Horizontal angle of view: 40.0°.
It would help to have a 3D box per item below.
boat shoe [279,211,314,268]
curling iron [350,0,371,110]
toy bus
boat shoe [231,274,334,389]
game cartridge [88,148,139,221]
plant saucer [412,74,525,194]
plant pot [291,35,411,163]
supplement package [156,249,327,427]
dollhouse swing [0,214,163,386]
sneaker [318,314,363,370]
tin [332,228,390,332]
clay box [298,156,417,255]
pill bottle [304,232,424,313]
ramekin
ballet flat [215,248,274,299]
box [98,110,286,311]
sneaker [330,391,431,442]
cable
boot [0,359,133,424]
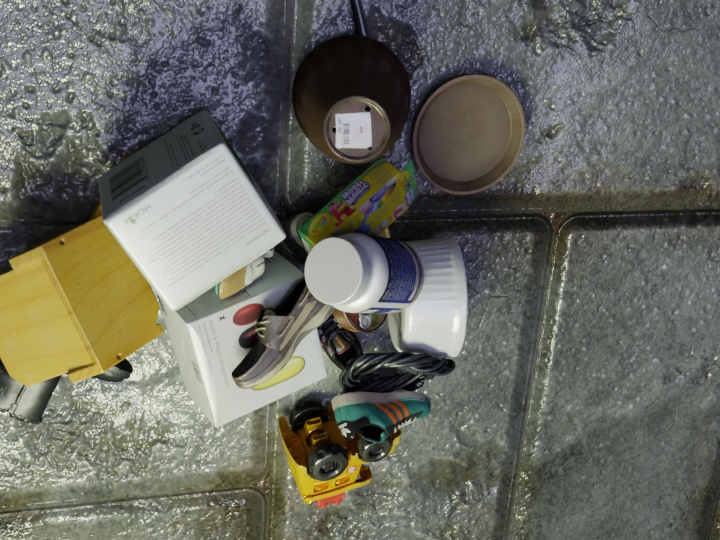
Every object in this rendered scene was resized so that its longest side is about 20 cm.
[{"bbox_3d":[-0.059,-0.018,1.618,0.201,0.060,0.072,51,56,-30],"label":"boat shoe"},{"bbox_3d":[0.000,-0.341,1.517,0.049,0.026,0.201,-11,114,-10],"label":"curling iron"},{"bbox_3d":[-0.033,0.329,1.739,0.199,0.136,0.193,-14,129,-14],"label":"toy bus"},{"bbox_3d":[-0.124,0.085,1.456,0.200,0.074,0.073,-48,116,-17],"label":"boat shoe"},{"bbox_3d":[-0.309,-0.070,1.530,0.199,0.032,0.177,26,102,-26],"label":"game cartridge"},{"bbox_3d":[0.175,-0.223,1.622,0.199,0.029,0.202,-7,114,-15],"label":"plant saucer"},{"bbox_3d":[-0.010,-0.230,1.442,0.185,0.200,0.188,-1,113,-2],"label":"plant pot"},{"bbox_3d":[-0.184,0.100,1.552,0.199,0.147,0.192,-23,120,-22],"label":"supplement package"},{"bbox_3d":[-0.441,0.052,1.485,0.182,0.175,0.201,-36,106,-46],"label":"dollhouse swing"},{"bbox_3d":[-0.044,0.098,1.653,0.080,0.086,0.200,-39,118,1],"label":"sneaker"},{"bbox_3d":[0.000,0.000,1.606,0.111,0.042,0.202,3,86,-39],"label":"tin"},{"bbox_3d":[0.001,-0.087,1.507,0.200,0.048,0.115,-43,156,-13],"label":"clay box"},{"bbox_3d":[0.006,0.005,1.451,0.116,0.115,0.200,-60,156,12],"label":"pill bottle"},{"bbox_3d":[0.104,0.043,1.620,0.097,0.201,0.202,-1,112,-10],"label":"ramekin"},{"bbox_3d":[-0.166,-0.026,1.500,0.063,0.201,0.069,10,128,3],"label":"ballet flat"},{"bbox_3d":[-0.244,-0.090,1.415,0.199,0.199,0.172,-32,117,-2],"label":"box"},{"bbox_3d":[0.040,0.248,1.646,0.199,0.080,0.071,5,154,-36],"label":"sneaker"},{"bbox_3d":[0.059,0.168,1.609,0.199,0.162,0.051,17,64,-49],"label":"cable"},{"bbox_3d":[-0.481,0.169,1.552,0.198,0.073,0.163,31,98,-19],"label":"boot"}]
